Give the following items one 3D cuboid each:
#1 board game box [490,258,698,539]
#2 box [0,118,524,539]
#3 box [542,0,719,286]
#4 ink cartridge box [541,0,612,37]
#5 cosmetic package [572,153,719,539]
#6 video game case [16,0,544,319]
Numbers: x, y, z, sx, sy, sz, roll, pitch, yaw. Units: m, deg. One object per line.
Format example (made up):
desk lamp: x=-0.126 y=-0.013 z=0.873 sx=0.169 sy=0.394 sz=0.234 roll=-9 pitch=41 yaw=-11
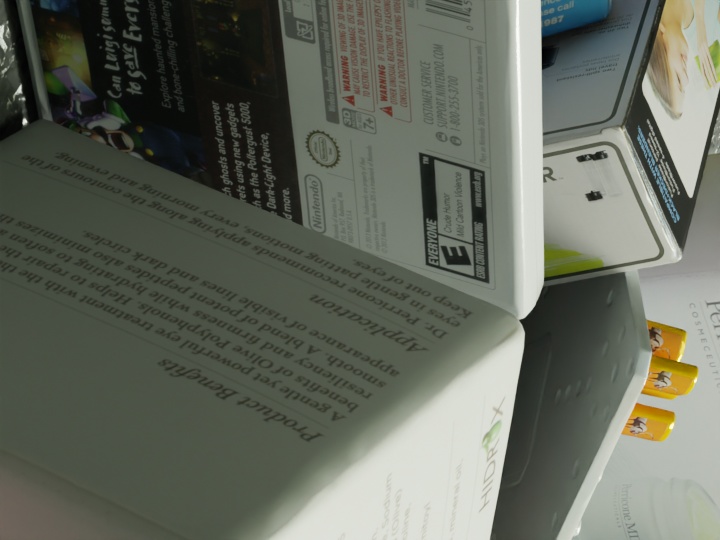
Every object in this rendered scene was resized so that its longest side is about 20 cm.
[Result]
board game box: x=0.070 y=0.057 z=1.021 sx=0.200 sy=0.026 sz=0.200 roll=-91 pitch=-162 yaw=-57
box: x=-0.082 y=0.094 z=0.869 sx=0.171 sy=0.199 sz=0.200 roll=-36 pitch=141 yaw=-49
box: x=0.071 y=-0.076 z=0.998 sx=0.060 sy=0.116 sz=0.200 roll=63 pitch=29 yaw=-30
ink cartridge box: x=0.002 y=-0.162 z=0.887 sx=0.146 sy=0.086 sz=0.200 roll=-16 pitch=135 yaw=-11
cosmetic package: x=0.131 y=0.064 z=1.200 sx=0.123 sy=0.200 sz=0.200 roll=-49 pitch=124 yaw=-48
video game case: x=-0.029 y=-0.082 z=0.851 sx=0.200 sy=0.181 sz=0.023 roll=85 pitch=28 yaw=-46
